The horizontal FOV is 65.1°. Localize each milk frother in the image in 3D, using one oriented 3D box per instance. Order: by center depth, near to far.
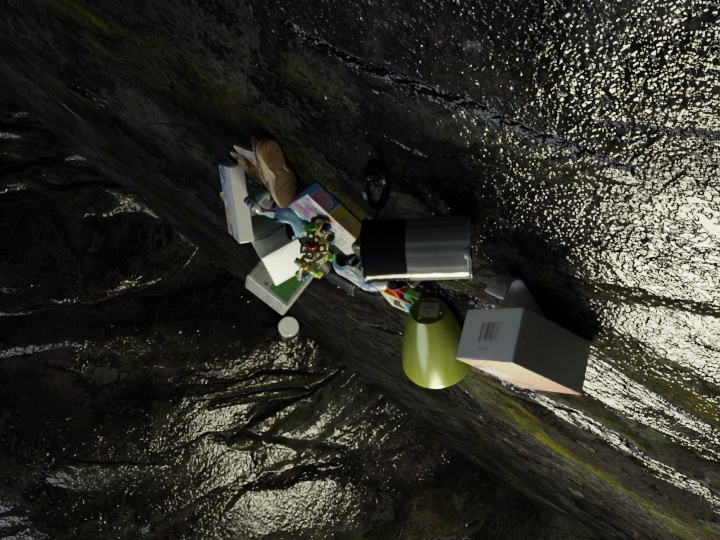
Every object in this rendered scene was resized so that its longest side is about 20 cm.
[{"bbox_3d":[0.098,-0.089,0.986,0.188,0.181,0.200,-2,119,11],"label":"milk frother"}]

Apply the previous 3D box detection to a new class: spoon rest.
[{"bbox_3d":[0.301,0.056,1.094,0.099,0.061,0.200,27,174,36],"label":"spoon rest"}]

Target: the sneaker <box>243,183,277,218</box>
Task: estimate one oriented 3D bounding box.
[{"bbox_3d":[-0.231,-0.189,1.472,0.074,0.088,0.200,45,-171,-2],"label":"sneaker"}]

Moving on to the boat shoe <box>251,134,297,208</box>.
[{"bbox_3d":[-0.208,-0.235,1.328,0.072,0.072,0.200,37,161,35],"label":"boat shoe"}]

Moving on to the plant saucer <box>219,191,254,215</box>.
[{"bbox_3d":[-0.372,-0.198,1.850,0.200,0.031,0.200,34,163,12],"label":"plant saucer"}]

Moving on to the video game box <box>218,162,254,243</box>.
[{"bbox_3d":[-0.336,-0.187,1.524,0.182,0.047,0.201,-152,54,-63],"label":"video game box"}]

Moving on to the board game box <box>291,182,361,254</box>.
[{"bbox_3d":[-0.069,-0.123,1.390,0.200,0.040,0.153,42,164,-16],"label":"board game box"}]

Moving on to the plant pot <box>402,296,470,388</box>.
[{"bbox_3d":[0.186,0.169,1.460,0.187,0.187,0.200,25,145,37],"label":"plant pot"}]

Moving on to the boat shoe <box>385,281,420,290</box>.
[{"bbox_3d":[0.092,0.020,1.395,0.070,0.066,0.200,43,163,-20],"label":"boat shoe"}]

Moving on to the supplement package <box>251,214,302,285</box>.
[{"bbox_3d":[-0.244,-0.076,1.619,0.200,0.117,0.117,52,167,44],"label":"supplement package"}]

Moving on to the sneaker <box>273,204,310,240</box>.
[{"bbox_3d":[-0.162,-0.114,1.507,0.078,0.090,0.200,18,165,48],"label":"sneaker"}]

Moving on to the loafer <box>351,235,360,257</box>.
[{"bbox_3d":[0.081,-0.043,1.254,0.200,0.068,0.076,20,164,2],"label":"loafer"}]

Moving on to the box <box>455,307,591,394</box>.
[{"bbox_3d":[0.316,0.156,1.094,0.200,0.107,0.152,26,162,-27],"label":"box"}]

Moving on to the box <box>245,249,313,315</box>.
[{"bbox_3d":[-0.259,0.014,1.893,0.171,0.199,0.200,38,163,-3],"label":"box"}]

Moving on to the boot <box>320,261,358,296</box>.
[{"bbox_3d":[-0.075,0.002,1.697,0.162,0.073,0.198,36,171,13],"label":"boot"}]

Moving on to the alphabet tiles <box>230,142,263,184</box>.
[{"bbox_3d":[-0.249,-0.251,1.467,0.195,0.015,0.200,26,160,36],"label":"alphabet tiles"}]

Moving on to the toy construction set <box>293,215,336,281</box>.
[{"bbox_3d":[-0.114,-0.051,1.370,0.092,0.131,0.200,36,164,4],"label":"toy construction set"}]

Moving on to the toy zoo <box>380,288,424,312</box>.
[{"bbox_3d":[0.117,0.077,1.587,0.200,0.020,0.131,22,158,43],"label":"toy zoo"}]

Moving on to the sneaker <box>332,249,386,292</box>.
[{"bbox_3d":[0.000,0.000,1.540,0.200,0.072,0.073,23,151,33],"label":"sneaker"}]

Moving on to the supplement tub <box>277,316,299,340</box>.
[{"bbox_3d":[-0.421,0.340,3.296,0.122,0.123,0.200,37,164,2],"label":"supplement tub"}]
